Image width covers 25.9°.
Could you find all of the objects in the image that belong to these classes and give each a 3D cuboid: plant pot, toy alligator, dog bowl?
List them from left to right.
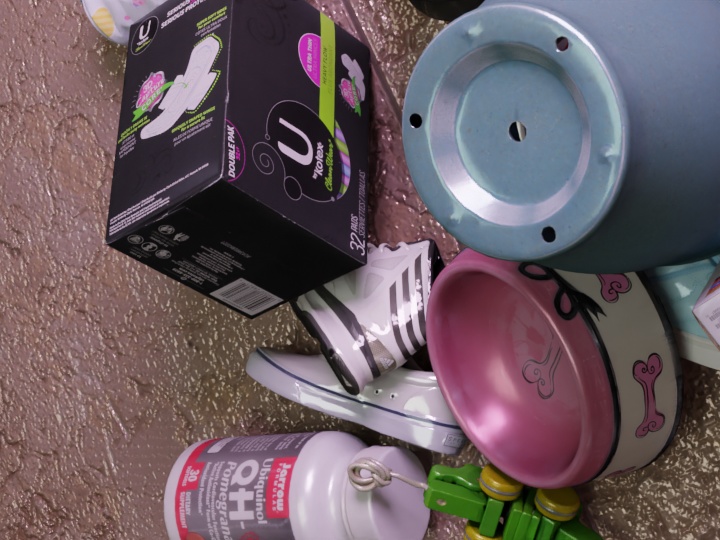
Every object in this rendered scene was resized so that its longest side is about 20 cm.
[{"bbox_3d":[0.091,0.164,1.132,0.199,0.054,0.059,18,116,8],"label":"toy alligator"},{"bbox_3d":[0.122,0.059,1.065,0.200,0.074,0.201,36,139,40],"label":"dog bowl"},{"bbox_3d":[0.127,-0.085,0.872,0.199,0.188,0.201,8,105,32],"label":"plant pot"}]

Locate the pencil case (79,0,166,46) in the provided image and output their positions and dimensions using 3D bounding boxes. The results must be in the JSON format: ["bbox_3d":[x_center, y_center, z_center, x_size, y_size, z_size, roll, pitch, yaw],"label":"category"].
[{"bbox_3d":[-0.129,-0.241,1.223,0.199,0.091,0.083,-16,90,37],"label":"pencil case"}]

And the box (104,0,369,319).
[{"bbox_3d":[-0.084,-0.095,1.134,0.124,0.148,0.201,-25,50,35],"label":"box"}]

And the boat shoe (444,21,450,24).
[{"bbox_3d":[0.055,-0.216,1.108,0.200,0.074,0.076,45,120,20],"label":"boat shoe"}]

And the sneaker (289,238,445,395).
[{"bbox_3d":[0.000,0.000,1.199,0.201,0.115,0.076,55,171,42],"label":"sneaker"}]

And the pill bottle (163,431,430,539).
[{"bbox_3d":[-0.048,0.183,1.229,0.199,0.111,0.111,-8,94,35],"label":"pill bottle"}]

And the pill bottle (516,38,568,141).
[{"bbox_3d":[0.187,-0.105,1.011,0.199,0.114,0.114,-6,95,35],"label":"pill bottle"}]

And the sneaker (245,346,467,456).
[{"bbox_3d":[0.003,0.082,1.211,0.199,0.073,0.071,16,87,28],"label":"sneaker"}]

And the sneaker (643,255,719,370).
[{"bbox_3d":[0.237,0.016,1.023,0.199,0.074,0.082,12,110,32],"label":"sneaker"}]

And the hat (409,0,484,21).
[{"bbox_3d":[0.082,-0.213,1.019,0.200,0.201,0.081,14,142,32],"label":"hat"}]

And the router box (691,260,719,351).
[{"bbox_3d":[0.300,-0.042,0.900,0.200,0.179,0.049,-38,93,34],"label":"router box"}]
